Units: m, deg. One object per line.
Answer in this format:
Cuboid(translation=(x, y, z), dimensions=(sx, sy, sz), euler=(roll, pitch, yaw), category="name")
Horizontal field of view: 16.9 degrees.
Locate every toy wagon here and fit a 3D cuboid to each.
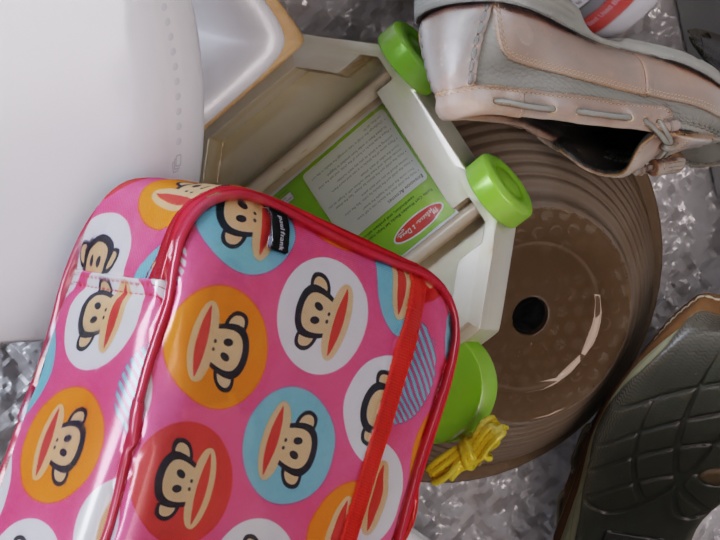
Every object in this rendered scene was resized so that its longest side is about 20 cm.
Cuboid(translation=(0.000, 0.000, 1.016), dimensions=(0.155, 0.040, 0.200), euler=(-38, 73, 20), category="toy wagon")

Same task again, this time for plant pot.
Cuboid(translation=(0.056, 0.009, 1.083), dimensions=(0.200, 0.093, 0.201), euler=(-6, 107, -19), category="plant pot")

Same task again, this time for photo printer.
Cuboid(translation=(-0.156, -0.051, 0.902), dimensions=(0.200, 0.069, 0.167), euler=(-2, 106, -21), category="photo printer")

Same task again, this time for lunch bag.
Cuboid(translation=(-0.044, 0.078, 0.905), dimensions=(0.176, 0.082, 0.200), euler=(24, 79, -42), category="lunch bag")

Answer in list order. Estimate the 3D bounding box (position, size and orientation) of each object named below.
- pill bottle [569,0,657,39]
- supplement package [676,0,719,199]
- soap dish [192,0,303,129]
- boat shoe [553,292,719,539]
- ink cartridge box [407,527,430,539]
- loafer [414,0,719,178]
Cuboid(translation=(0.039, -0.184, 1.008), dimensions=(0.200, 0.116, 0.116), euler=(25, 94, -26), category="pill bottle")
Cuboid(translation=(0.218, -0.129, 1.096), dimensions=(0.117, 0.117, 0.200), euler=(-21, 111, -16), category="supplement package")
Cuboid(translation=(-0.146, -0.092, 0.979), dimensions=(0.200, 0.081, 0.157), euler=(-41, 115, -6), category="soap dish")
Cuboid(translation=(0.130, 0.085, 1.115), dimensions=(0.075, 0.074, 0.200), euler=(13, 128, -11), category="boat shoe")
Cuboid(translation=(-0.023, 0.143, 1.051), dimensions=(0.200, 0.144, 0.085), euler=(38, 73, -26), category="ink cartridge box")
Cuboid(translation=(0.093, -0.067, 1.018), dimensions=(0.200, 0.072, 0.063), euler=(20, 66, -45), category="loafer")
